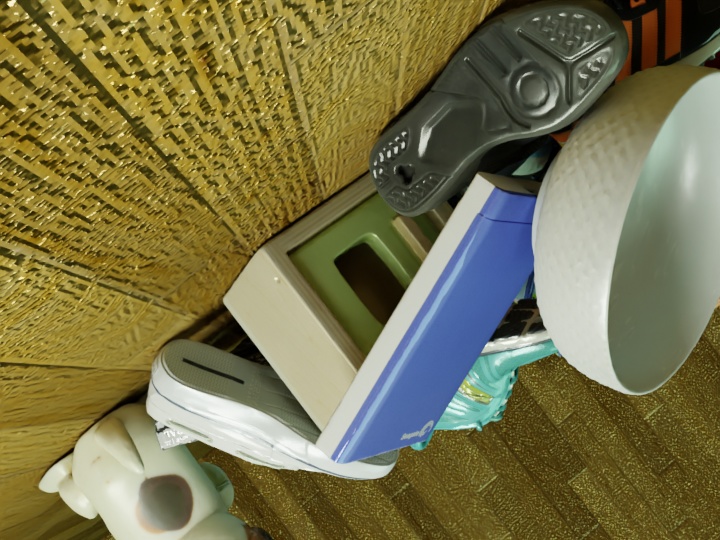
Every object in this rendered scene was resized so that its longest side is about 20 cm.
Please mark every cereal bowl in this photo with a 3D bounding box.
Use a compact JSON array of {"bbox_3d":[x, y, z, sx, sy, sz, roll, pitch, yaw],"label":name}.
[{"bbox_3d":[0.166,-0.031,0.733,0.199,0.083,0.203,-26,125,-44],"label":"cereal bowl"}]

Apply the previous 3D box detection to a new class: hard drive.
[{"bbox_3d":[0.058,0.032,0.765,0.131,0.025,0.201,-1,125,-60],"label":"hard drive"}]

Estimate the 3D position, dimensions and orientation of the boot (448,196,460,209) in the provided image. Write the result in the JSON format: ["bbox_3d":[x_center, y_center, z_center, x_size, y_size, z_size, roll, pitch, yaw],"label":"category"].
[{"bbox_3d":[0.115,-0.076,1.199,0.167,0.077,0.200,-35,177,-30],"label":"boot"}]

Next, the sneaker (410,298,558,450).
[{"bbox_3d":[0.094,0.084,0.942,0.199,0.080,0.077,-32,-175,39],"label":"sneaker"}]

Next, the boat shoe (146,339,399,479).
[{"bbox_3d":[-0.069,0.115,0.903,0.067,0.198,0.074,-61,-174,40],"label":"boat shoe"}]

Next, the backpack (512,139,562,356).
[{"bbox_3d":[0.188,-0.029,1.096,0.200,0.133,0.184,-51,158,-47],"label":"backpack"}]

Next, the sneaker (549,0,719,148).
[{"bbox_3d":[0.180,-0.167,0.774,0.200,0.090,0.070,-44,-149,27],"label":"sneaker"}]

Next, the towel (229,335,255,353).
[{"bbox_3d":[-0.043,0.098,1.136,0.197,0.087,0.166,1,-159,21],"label":"towel"}]

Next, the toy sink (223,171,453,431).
[{"bbox_3d":[0.021,0.002,0.880,0.199,0.131,0.112,-35,174,-32],"label":"toy sink"}]

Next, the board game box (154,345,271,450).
[{"bbox_3d":[-0.069,0.088,0.992,0.198,0.028,0.135,-18,-167,5],"label":"board game box"}]

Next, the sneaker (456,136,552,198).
[{"bbox_3d":[0.110,-0.117,0.940,0.200,0.078,0.091,-39,159,-54],"label":"sneaker"}]

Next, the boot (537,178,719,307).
[{"bbox_3d":[0.181,-0.008,0.890,0.076,0.156,0.200,-28,173,-46],"label":"boot"}]

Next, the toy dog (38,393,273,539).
[{"bbox_3d":[-0.158,0.211,1.023,0.139,0.201,0.194,-36,175,-29],"label":"toy dog"}]

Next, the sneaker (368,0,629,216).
[{"bbox_3d":[0.097,-0.113,0.730,0.114,0.077,0.199,-37,178,-44],"label":"sneaker"}]

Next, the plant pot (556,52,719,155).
[{"bbox_3d":[0.249,-0.111,0.940,0.200,0.200,0.178,-35,160,-39],"label":"plant pot"}]
